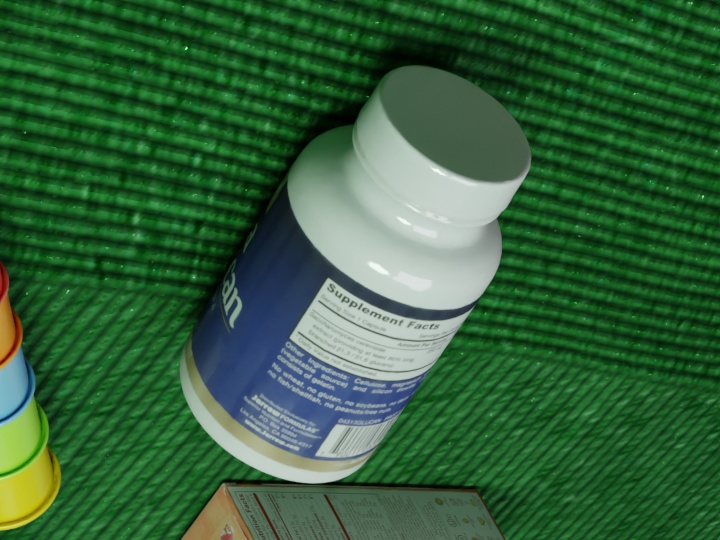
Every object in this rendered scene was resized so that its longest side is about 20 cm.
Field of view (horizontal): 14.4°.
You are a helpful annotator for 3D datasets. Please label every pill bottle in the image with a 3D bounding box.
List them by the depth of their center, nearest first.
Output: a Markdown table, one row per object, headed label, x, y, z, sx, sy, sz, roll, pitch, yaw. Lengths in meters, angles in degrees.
| label | x | y | z | sx | sy | sz | roll | pitch | yaw |
| --- | --- | --- | --- | --- | --- | --- | --- | --- | --- |
| pill bottle | 0.000 | 0.000 | 1.381 | 0.111 | 0.111 | 0.200 | 1 | 135 | -38 |

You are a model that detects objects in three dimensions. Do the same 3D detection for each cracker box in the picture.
| label | x | y | z | sx | sy | sz | roll | pitch | yaw |
| --- | --- | --- | --- | --- | --- | --- | --- | --- | --- |
| cracker box | -0.026 | 0.189 | 1.658 | 0.200 | 0.058 | 0.134 | 5 | 133 | -40 |

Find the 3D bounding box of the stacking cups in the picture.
| label | x | y | z | sx | sy | sz | roll | pitch | yaw |
| --- | --- | --- | --- | --- | --- | --- | --- | --- | --- |
| stacking cups | -0.187 | 0.047 | 1.352 | 0.060 | 0.061 | 0.200 | -22 | 144 | -11 |
